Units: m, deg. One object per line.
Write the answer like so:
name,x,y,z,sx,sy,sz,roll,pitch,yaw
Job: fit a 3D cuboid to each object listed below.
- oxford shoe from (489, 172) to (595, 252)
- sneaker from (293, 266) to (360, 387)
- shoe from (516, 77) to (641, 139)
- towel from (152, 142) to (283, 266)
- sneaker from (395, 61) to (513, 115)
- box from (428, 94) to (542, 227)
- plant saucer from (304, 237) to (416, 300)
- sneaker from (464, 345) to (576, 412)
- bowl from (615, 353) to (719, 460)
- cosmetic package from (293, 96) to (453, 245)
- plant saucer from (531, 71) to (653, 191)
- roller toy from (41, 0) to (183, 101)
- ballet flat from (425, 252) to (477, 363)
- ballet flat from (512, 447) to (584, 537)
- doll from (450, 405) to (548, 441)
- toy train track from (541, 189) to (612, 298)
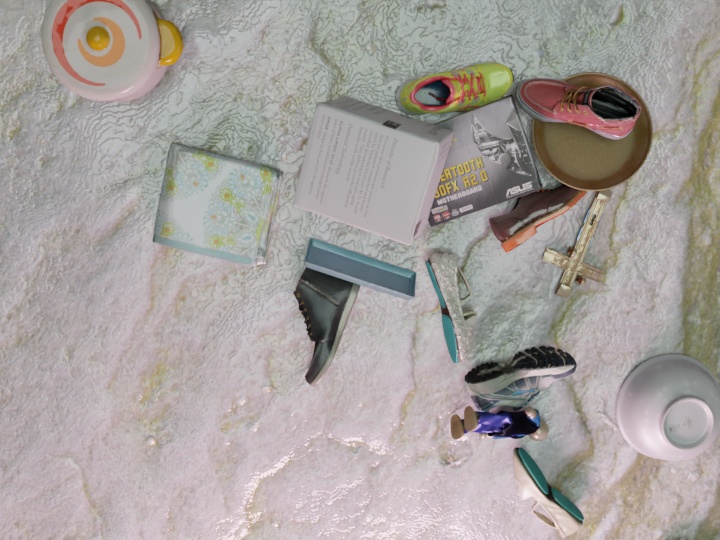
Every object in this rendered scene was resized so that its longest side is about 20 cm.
oxford shoe,0.310,-0.117,1.430,0.199,0.071,0.073,-36,86,-3
sneaker,-0.080,0.092,1.453,0.105,0.075,0.203,21,90,-2
shoe,0.349,-0.272,1.350,0.197,0.091,0.073,21,84,8
towel,-0.240,-0.107,1.418,0.196,0.048,0.174,13,97,-5
sneaker,0.160,-0.293,1.378,0.197,0.090,0.080,-15,99,-1
box,0.183,-0.180,1.393,0.197,0.048,0.161,-17,102,19
plant saucer,0.000,0.000,1.440,0.197,0.070,0.019,19,127,-6
sneaker,0.287,0.197,1.492,0.197,0.078,0.088,-14,113,7
bowl,0.566,0.257,1.498,0.197,0.090,0.205,0,100,-3
cosmetic package,0.024,-0.162,1.327,0.197,0.165,0.168,18,109,8
plant saucer,0.384,-0.228,1.405,0.196,0.035,0.204,-1,82,5
roller toy,-0.394,-0.356,1.316,0.199,0.140,0.183,41,97,-9
ballet flat,0.168,0.063,1.455,0.071,0.072,0.203,-16,102,0
ballet flat,0.326,0.409,1.531,0.069,0.070,0.200,-42,99,5
doll,0.251,0.273,1.479,0.197,0.136,0.049,9,57,-31
toy train track,0.390,-0.046,1.463,0.113,0.033,0.203,20,98,-6
